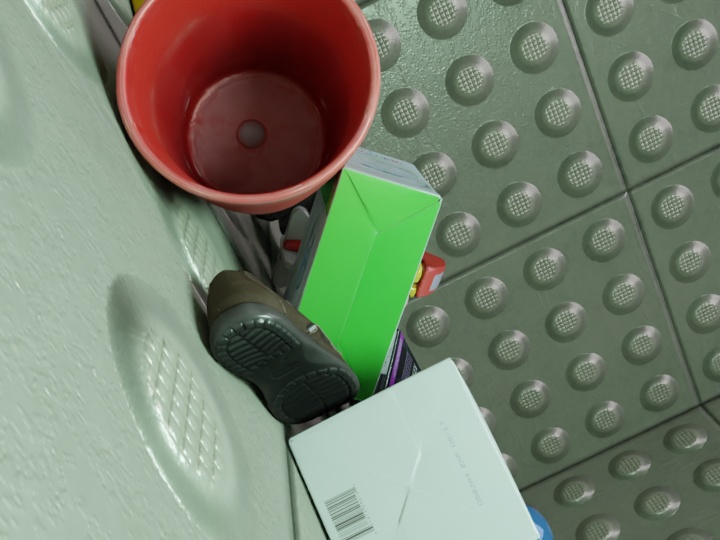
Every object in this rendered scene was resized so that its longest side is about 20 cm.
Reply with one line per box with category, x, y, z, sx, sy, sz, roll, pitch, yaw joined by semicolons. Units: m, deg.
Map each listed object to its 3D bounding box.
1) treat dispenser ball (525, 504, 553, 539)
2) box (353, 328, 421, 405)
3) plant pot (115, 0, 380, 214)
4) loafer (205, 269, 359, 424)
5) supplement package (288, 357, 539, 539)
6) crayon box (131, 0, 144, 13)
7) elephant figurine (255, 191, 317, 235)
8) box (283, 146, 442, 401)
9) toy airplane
treat dispenser ball;0.406;0.713;2.229;0.202;0.200;0.201;64;3;-5
box;0.029;0.157;0.974;0.200;0.036;0.144;62;41;-69
plant pot;-0.091;-0.135;0.717;0.202;0.199;0.177;64;-8;4
loafer;-0.056;0.056;0.654;0.200;0.073;0.071;61;5;-56
supplement package;0.052;0.185;0.747;0.153;0.150;0.200;64;3;13
crayon box;-0.194;-0.237;0.937;0.126;0.051;0.201;61;5;-51
elephant figurine;-0.065;-0.063;1.080;0.141;0.156;0.200;21;13;23
box;-0.007;-0.007;0.817;0.177;0.096;0.202;-107;-146;-72
toy airplane;0.000;0.000;0.968;0.141;0.198;0.201;49;-9;47
